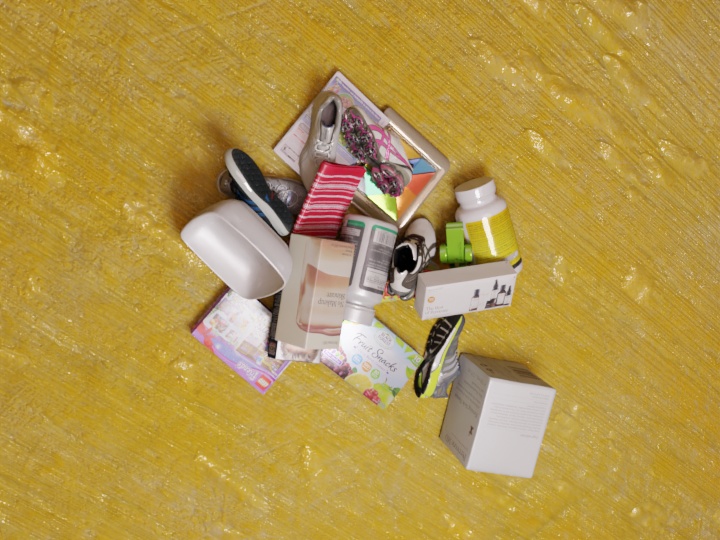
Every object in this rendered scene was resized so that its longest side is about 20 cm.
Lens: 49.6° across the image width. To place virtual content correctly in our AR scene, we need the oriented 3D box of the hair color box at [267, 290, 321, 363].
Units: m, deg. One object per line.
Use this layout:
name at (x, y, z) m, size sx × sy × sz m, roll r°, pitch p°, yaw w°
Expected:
hair color box at (-0.121, 0.077, 1.549) m, size 0.098 × 0.060 × 0.205 m, roll 8°, pitch 88°, yaw -25°

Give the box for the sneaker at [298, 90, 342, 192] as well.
sneaker at (-0.075, -0.241, 1.476) m, size 0.073 × 0.087 × 0.205 m, roll 6°, pitch 98°, yaw -8°

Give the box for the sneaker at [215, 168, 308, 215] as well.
sneaker at (-0.180, -0.144, 1.501) m, size 0.196 × 0.082 × 0.076 m, roll 8°, pitch 100°, yaw -16°

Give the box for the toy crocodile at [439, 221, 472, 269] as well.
toy crocodile at (0.203, -0.007, 1.602) m, size 0.066 × 0.062 × 0.204 m, roll -7°, pitch 114°, yaw 11°

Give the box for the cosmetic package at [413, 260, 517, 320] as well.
cosmetic package at (0.207, 0.039, 1.539) m, size 0.196 × 0.051 × 0.084 m, roll -8°, pitch 125°, yaw -16°

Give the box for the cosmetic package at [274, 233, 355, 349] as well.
cosmetic package at (-0.085, 0.040, 1.459) m, size 0.102 × 0.086 × 0.205 m, roll 4°, pitch 96°, yaw -51°

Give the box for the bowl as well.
bowl at (-0.219, -0.047, 1.436) m, size 0.200 × 0.199 × 0.075 m, roll 45°, pitch 60°, yaw -17°

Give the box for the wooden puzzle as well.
wooden puzzle at (0.066, -0.196, 1.580) m, size 0.184 × 0.037 × 0.201 m, roll 37°, pitch 90°, yaw -19°

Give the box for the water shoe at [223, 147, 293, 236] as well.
water shoe at (-0.202, -0.130, 1.421) m, size 0.078 × 0.072 × 0.201 m, roll -20°, pitch 126°, yaw 23°

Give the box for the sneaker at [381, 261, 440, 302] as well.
sneaker at (0.083, 0.027, 1.605) m, size 0.196 × 0.090 × 0.080 m, roll -16°, pitch 107°, yaw -9°

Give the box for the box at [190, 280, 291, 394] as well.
box at (-0.225, 0.134, 1.571) m, size 0.200 × 0.039 × 0.137 m, roll 44°, pitch 87°, yaw -19°

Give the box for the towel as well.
towel at (-0.067, -0.115, 1.505) m, size 0.144 × 0.022 × 0.203 m, roll -3°, pitch 122°, yaw -57°

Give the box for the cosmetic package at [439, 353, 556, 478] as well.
cosmetic package at (0.292, 0.311, 1.681) m, size 0.163 × 0.167 × 0.205 m, roll 11°, pitch 98°, yaw -18°

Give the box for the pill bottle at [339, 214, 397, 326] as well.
pill bottle at (0.000, 0.000, 1.535) m, size 0.111 × 0.113 × 0.205 m, roll 15°, pitch 87°, yaw -17°

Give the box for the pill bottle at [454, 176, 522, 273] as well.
pill bottle at (0.261, -0.084, 1.616) m, size 0.110 × 0.112 × 0.204 m, roll -21°, pitch 107°, yaw -9°

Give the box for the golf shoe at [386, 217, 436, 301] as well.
golf shoe at (0.108, -0.040, 1.554) m, size 0.076 × 0.095 × 0.203 m, roll 12°, pitch 55°, yaw 10°

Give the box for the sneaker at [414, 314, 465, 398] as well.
sneaker at (0.184, 0.186, 1.684) m, size 0.080 × 0.074 × 0.204 m, roll 16°, pitch 103°, yaw -27°

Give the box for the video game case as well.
video game case at (-0.056, -0.264, 1.528) m, size 0.143 × 0.018 × 0.201 m, roll 40°, pitch 92°, yaw -9°

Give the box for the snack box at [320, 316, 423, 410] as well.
snack box at (0.016, 0.177, 1.638) m, size 0.199 × 0.053 × 0.143 m, roll 39°, pitch 89°, yaw -19°

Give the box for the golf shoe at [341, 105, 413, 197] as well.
golf shoe at (0.034, -0.242, 1.505) m, size 0.201 × 0.072 × 0.093 m, roll 54°, pitch 52°, yaw -30°
